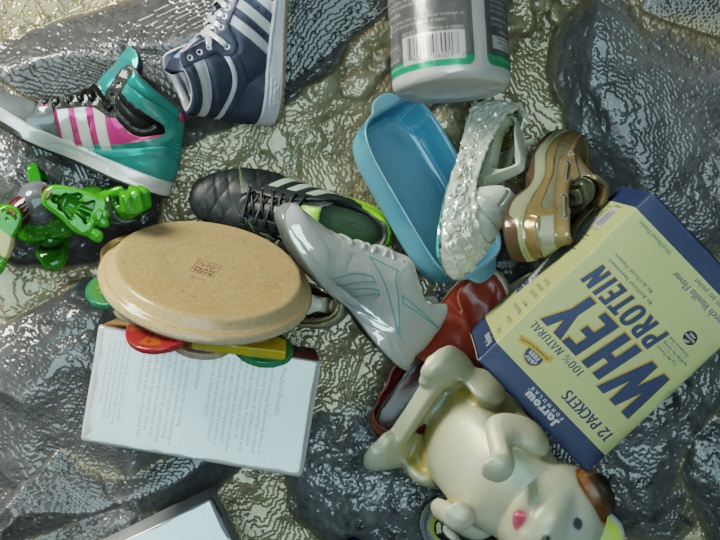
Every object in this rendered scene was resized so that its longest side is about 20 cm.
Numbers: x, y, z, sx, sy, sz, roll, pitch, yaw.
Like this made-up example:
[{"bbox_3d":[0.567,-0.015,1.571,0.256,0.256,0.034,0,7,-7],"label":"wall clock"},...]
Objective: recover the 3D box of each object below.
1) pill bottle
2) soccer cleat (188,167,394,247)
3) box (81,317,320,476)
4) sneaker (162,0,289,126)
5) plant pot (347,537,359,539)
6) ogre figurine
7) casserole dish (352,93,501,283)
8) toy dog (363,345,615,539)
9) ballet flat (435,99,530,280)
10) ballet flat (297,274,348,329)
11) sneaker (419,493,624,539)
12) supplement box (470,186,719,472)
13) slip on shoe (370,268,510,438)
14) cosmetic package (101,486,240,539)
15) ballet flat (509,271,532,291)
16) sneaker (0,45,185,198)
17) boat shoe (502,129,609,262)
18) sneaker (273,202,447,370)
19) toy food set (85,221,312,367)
[{"bbox_3d":[0.080,-0.265,1.429,0.113,0.113,0.201,-2,84,-3],"label":"pill bottle"},{"bbox_3d":[-0.064,-0.057,1.447,0.199,0.081,0.068,11,91,-3],"label":"soccer cleat"},{"bbox_3d":[-0.144,0.113,1.412,0.199,0.152,0.107,9,90,-4],"label":"box"},{"bbox_3d":[-0.128,-0.237,1.432,0.108,0.070,0.201,-1,94,-22],"label":"sneaker"},{"bbox_3d":[0.003,0.394,1.406,0.200,0.180,0.200,43,89,-4],"label":"plant pot"},{"bbox_3d":[-0.293,-0.050,1.416,0.200,0.120,0.098,-30,97,-1],"label":"ogre figurine"},{"bbox_3d":[0.059,-0.072,1.448,0.039,0.121,0.200,-29,93,41],"label":"casserole dish"},{"bbox_3d":[0.131,0.193,1.392,0.200,0.194,0.140,42,98,30],"label":"toy dog"},{"bbox_3d":[0.118,-0.084,1.419,0.072,0.072,0.201,16,58,-3],"label":"ballet flat"},{"bbox_3d":[-0.108,0.019,1.456,0.199,0.062,0.068,4,94,-3],"label":"ballet flat"},{"bbox_3d":[0.158,0.258,1.470,0.199,0.076,0.076,2,90,-4],"label":"sneaker"},{"bbox_3d":[0.215,0.044,1.343,0.200,0.200,0.134,-44,92,5],"label":"supplement box"},{"bbox_3d":[0.077,0.084,1.462,0.074,0.061,0.200,36,90,18],"label":"slip on shoe"},{"bbox_3d":[-0.205,0.300,1.450,0.199,0.081,0.113,-24,93,-3],"label":"cosmetic package"},{"bbox_3d":[0.221,0.019,1.473,0.199,0.069,0.070,-19,92,-2],"label":"ballet flat"},{"bbox_3d":[-0.250,-0.160,1.432,0.199,0.084,0.121,23,95,-11],"label":"sneaker"},{"bbox_3d":[0.194,-0.071,1.410,0.076,0.200,0.072,-7,122,27],"label":"boat shoe"},{"bbox_3d":[0.000,0.000,1.402,0.080,0.070,0.200,-44,113,-1],"label":"sneaker"},{"bbox_3d":[-0.143,0.018,1.365,0.199,0.198,0.049,9,119,-6],"label":"toy food set"}]
